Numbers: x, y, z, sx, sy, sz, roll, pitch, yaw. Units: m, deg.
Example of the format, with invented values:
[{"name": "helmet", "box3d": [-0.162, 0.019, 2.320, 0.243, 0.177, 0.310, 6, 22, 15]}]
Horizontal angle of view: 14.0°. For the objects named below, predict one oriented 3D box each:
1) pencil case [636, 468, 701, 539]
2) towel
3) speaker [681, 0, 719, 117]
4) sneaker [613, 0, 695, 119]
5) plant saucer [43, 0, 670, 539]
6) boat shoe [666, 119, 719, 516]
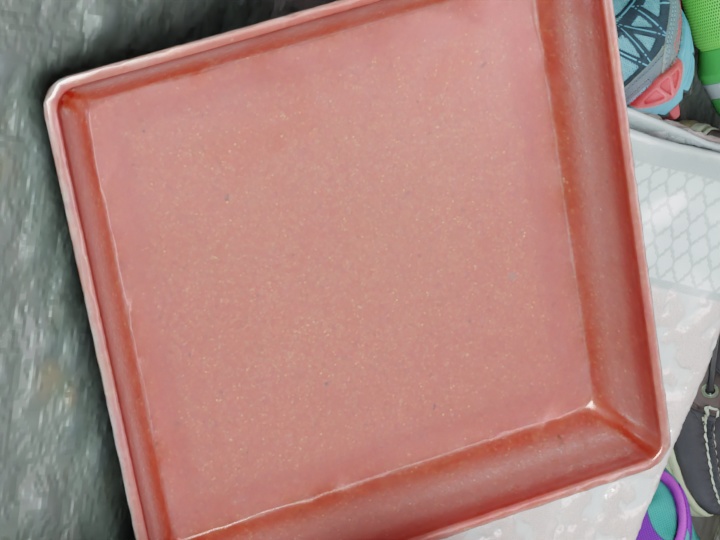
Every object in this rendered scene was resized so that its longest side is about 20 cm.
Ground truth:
[{"name": "pencil case", "box3d": [0.135, 0.156, 1.300, 0.093, 0.085, 0.200, -60, 143, -18]}, {"name": "towel", "box3d": [0.053, 0.022, 1.080, 0.199, 0.032, 0.192, 15, 103, -36]}, {"name": "speaker", "box3d": [0.158, -0.163, 1.198, 0.088, 0.088, 0.201, -22, 97, -54]}, {"name": "sneaker", "box3d": [0.067, -0.085, 1.129, 0.200, 0.079, 0.096, -44, 132, -44]}, {"name": "plant saucer", "box3d": [0.000, 0.000, 0.997, 0.199, 0.037, 0.201, -17, 113, -16]}, {"name": "boat shoe", "box3d": [0.171, 0.028, 1.339, 0.072, 0.065, 0.201, -38, 130, -49]}]
